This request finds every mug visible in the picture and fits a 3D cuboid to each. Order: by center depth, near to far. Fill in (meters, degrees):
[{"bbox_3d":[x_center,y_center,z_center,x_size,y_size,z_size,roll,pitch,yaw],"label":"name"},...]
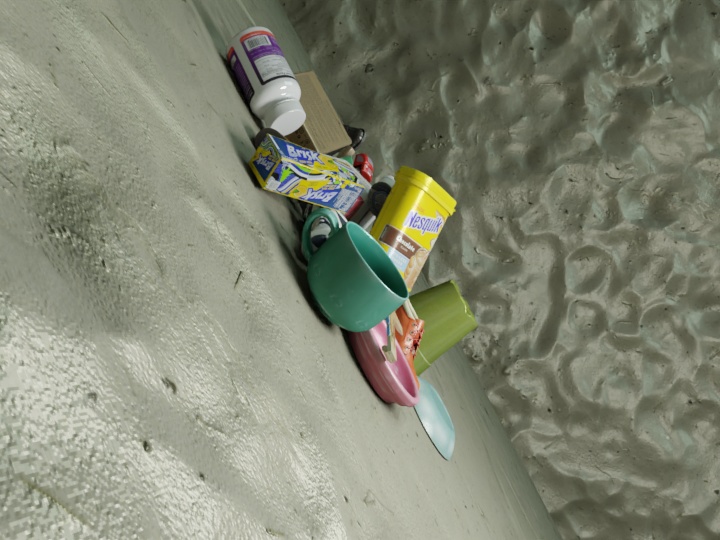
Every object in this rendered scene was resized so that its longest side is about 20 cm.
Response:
[{"bbox_3d":[-0.020,0.007,1.045,0.151,0.114,0.187,23,31,-59],"label":"mug"}]

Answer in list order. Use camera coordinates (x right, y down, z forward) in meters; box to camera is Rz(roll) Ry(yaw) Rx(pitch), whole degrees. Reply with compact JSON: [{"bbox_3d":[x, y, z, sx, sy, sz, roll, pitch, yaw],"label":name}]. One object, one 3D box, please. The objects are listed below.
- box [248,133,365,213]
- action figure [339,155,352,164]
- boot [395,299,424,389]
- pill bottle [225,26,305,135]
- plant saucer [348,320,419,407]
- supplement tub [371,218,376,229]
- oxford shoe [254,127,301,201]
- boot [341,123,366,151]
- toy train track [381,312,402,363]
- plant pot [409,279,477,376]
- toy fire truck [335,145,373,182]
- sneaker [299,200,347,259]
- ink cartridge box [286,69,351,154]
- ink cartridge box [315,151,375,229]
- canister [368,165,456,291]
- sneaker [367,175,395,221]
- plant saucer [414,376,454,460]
[{"bbox_3d":[-0.089,-0.161,1.121,0.198,0.065,0.071,12,35,-47],"label":"box"},{"bbox_3d":[-0.047,-0.163,1.556,0.055,0.116,0.204,71,1,-73],"label":"action figure"},{"bbox_3d":[0.087,0.147,1.286,0.075,0.106,0.203,48,17,-58],"label":"boot"},{"bbox_3d":[-0.188,-0.380,1.337,0.203,0.110,0.111,63,10,15],"label":"pill bottle"},{"bbox_3d":[0.036,0.151,1.153,0.203,0.050,0.201,58,9,-14],"label":"plant saucer"},{"bbox_3d":[0.077,-0.049,1.518,0.203,0.120,0.124,99,-22,-43],"label":"supplement tub"},{"bbox_3d":[-0.117,-0.193,1.244,0.201,0.071,0.071,49,7,-17],"label":"oxford shoe"},{"bbox_3d":[-0.098,-0.379,1.697,0.197,0.071,0.173,12,-15,40],"label":"boot"},{"bbox_3d":[0.040,0.090,1.125,0.201,0.032,0.116,-90,157,-61],"label":"toy train track"},{"bbox_3d":[0.165,0.121,1.535,0.202,0.188,0.200,58,8,-14],"label":"plant pot"},{"bbox_3d":[-0.052,-0.273,1.673,0.049,0.196,0.144,49,43,-46],"label":"toy fire truck"},{"bbox_3d":[-0.078,-0.079,1.170,0.130,0.080,0.198,44,25,14],"label":"sneaker"},{"bbox_3d":[-0.127,-0.357,1.547,0.203,0.074,0.164,61,33,-3],"label":"ink cartridge box"},{"bbox_3d":[-0.043,-0.164,1.375,0.146,0.085,0.199,47,18,12],"label":"ink cartridge box"},{"bbox_3d":[0.088,-0.076,1.274,0.086,0.203,0.148,25,-4,43],"label":"canister"},{"bbox_3d":[0.060,-0.102,1.366,0.088,0.073,0.204,-59,155,-53],"label":"sneaker"},{"bbox_3d":[0.160,0.304,1.416,0.203,0.038,0.201,59,8,-14],"label":"plant saucer"}]
